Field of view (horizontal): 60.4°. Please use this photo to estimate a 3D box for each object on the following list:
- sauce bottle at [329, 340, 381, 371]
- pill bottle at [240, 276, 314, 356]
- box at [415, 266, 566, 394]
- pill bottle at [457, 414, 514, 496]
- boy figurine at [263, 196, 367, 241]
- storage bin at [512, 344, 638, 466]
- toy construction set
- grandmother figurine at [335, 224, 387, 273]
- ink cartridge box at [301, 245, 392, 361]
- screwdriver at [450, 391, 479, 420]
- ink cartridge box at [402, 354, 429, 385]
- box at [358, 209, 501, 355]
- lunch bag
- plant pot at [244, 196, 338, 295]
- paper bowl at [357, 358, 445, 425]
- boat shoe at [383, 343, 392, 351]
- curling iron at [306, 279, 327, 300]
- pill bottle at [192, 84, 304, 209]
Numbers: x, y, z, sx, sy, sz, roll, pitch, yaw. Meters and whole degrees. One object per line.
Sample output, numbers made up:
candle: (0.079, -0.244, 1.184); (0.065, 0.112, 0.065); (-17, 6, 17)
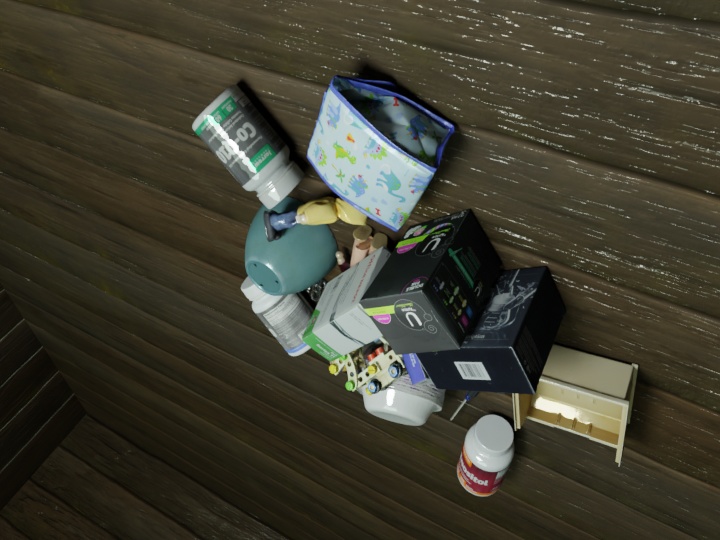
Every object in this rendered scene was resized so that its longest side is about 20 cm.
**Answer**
sauce bottle: (-0.009, 0.177, 1.422); (0.066, 0.066, 0.200); (39, 144, -4)
pill bottle: (-0.179, 0.087, 1.426); (0.112, 0.114, 0.202); (-14, 120, 47)
box: (0.217, 0.100, 1.046); (0.196, 0.183, 0.105); (-8, 125, 43)
pill bottle: (0.281, 0.411, 1.384); (0.111, 0.114, 0.203); (22, 141, 19)
boy figurine: (-0.077, -0.101, 1.149); (0.194, 0.124, 0.067); (-8, 95, 9)
storage bin: (0.386, 0.240, 1.128); (0.195, 0.094, 0.202); (13, 137, 29)
toy construction set: (0.024, 0.169, 1.225); (0.200, 0.091, 0.133); (-46, 68, 41)
grandmother figurine: (0.000, 0.000, 1.231); (0.120, 0.060, 0.203); (35, 142, 20)
ink cartridge box: (-0.007, 0.065, 1.147); (0.082, 0.149, 0.199); (38, 142, -16)
screwdriver: (0.227, 0.286, 1.333); (0.029, 0.027, 0.203); (52, 149, 30)
ink cartridge box: (0.111, 0.162, 1.166); (0.038, 0.102, 0.200); (-23, 163, 12)
box: (0.119, 0.021, 1.028); (0.146, 0.201, 0.125); (-13, 123, 47)
lunch bag: (0.020, -0.187, 0.955); (0.196, 0.129, 0.171); (27, 144, -3)
plant pot: (-0.162, -0.030, 1.270); (0.196, 0.136, 0.203); (23, 142, 19)
paper bowl: (0.084, 0.269, 1.347); (0.195, 0.107, 0.201); (14, 160, 5)
boat shoe: (0.083, 0.145, 1.304); (0.061, 0.073, 0.202); (11, 143, 3)
curling iron: (-0.080, 0.106, 1.406); (0.048, 0.026, 0.205); (-1, 119, 22)
pill bottle: (-0.198, -0.219, 1.116); (0.201, 0.114, 0.112); (48, 142, -15)
